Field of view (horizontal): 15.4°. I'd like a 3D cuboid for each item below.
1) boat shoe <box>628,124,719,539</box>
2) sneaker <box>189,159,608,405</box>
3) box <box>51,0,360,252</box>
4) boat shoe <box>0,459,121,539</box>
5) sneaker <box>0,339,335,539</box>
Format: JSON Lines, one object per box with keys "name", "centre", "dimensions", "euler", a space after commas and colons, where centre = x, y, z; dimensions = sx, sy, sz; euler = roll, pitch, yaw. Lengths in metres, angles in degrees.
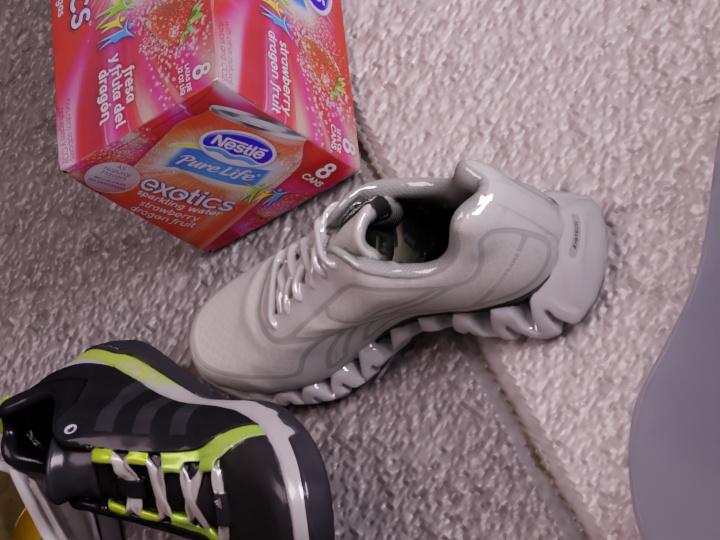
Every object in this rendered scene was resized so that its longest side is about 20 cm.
{"name": "boat shoe", "centre": [0.153, 0.016, 0.938], "dimensions": [0.073, 0.065, 0.201], "euler": [28, 109, 38]}
{"name": "sneaker", "centre": [0.000, 0.000, 1.073], "dimensions": [0.199, 0.081, 0.076], "euler": [-20, 58, 35]}
{"name": "box", "centre": [-0.073, -0.125, 1.186], "dimensions": [0.095, 0.100, 0.201], "euler": [-27, 53, 29]}
{"name": "boat shoe", "centre": [-0.131, 0.160, 1.100], "dimensions": [0.074, 0.086, 0.203], "euler": [-34, 50, 24]}
{"name": "sneaker", "centre": [-0.086, 0.087, 1.090], "dimensions": [0.200, 0.083, 0.072], "euler": [20, 123, 53]}
